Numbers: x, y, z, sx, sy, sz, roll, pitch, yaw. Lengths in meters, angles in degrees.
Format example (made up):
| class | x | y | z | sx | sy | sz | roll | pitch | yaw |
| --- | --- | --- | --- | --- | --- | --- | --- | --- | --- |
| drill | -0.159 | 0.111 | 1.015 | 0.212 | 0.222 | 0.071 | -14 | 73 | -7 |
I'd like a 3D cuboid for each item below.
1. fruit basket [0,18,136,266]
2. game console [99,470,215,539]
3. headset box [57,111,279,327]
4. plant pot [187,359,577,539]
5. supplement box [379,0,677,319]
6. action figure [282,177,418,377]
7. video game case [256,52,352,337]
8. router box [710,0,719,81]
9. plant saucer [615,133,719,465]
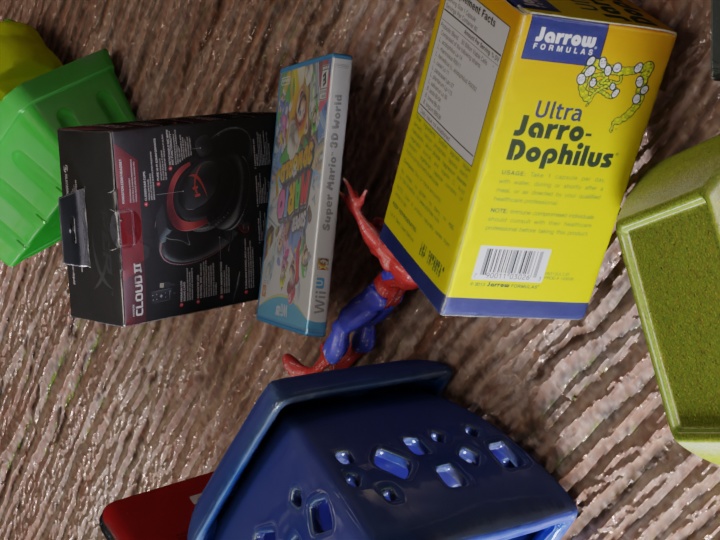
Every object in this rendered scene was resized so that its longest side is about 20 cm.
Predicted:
| class | x | y | z | sx | sy | sz | roll | pitch | yaw |
| --- | --- | --- | --- | --- | --- | --- | --- | --- | --- |
| fruit basket | -0.314 | -0.138 | 1.365 | 0.215 | 0.155 | 0.216 | 16 | 122 | 28 |
| game console | -0.104 | 0.260 | 1.178 | 0.172 | 0.200 | 0.119 | 50 | 128 | 26 |
| headset box | -0.147 | -0.044 | 1.161 | 0.075 | 0.200 | 0.149 | 7 | 104 | 44 |
| plant pot | 0.001 | 0.179 | 1.064 | 0.180 | 0.200 | 0.200 | 54 | 130 | 30 |
| supplement box | 0.101 | -0.082 | 0.945 | 0.109 | 0.109 | 0.201 | -126 | 45 | -54 |
| action figure | 0.000 | 0.000 | 1.116 | 0.200 | 0.065 | 0.099 | -43 | 72 | 42 |
| video game case | -0.044 | -0.056 | 1.115 | 0.143 | 0.018 | 0.201 | -171 | 87 | -71 |
| router box | 0.269 | -0.201 | 0.803 | 0.150 | 0.062 | 0.201 | 9 | 104 | 46 |
| plant saucer | 0.208 | 0.024 | 0.851 | 0.200 | 0.048 | 0.201 | 150 | 106 | -78 |
